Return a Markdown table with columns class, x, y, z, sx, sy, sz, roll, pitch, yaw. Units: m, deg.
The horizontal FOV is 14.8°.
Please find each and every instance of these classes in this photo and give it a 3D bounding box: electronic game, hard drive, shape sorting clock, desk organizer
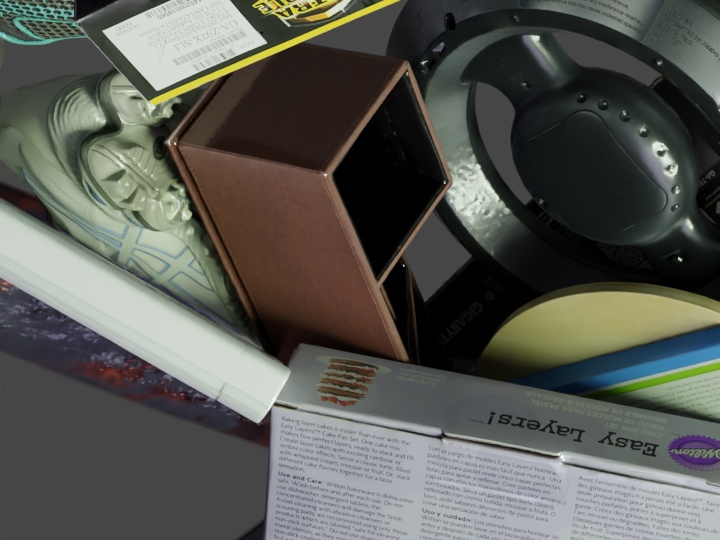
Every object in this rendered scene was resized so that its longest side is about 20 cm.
| class | x | y | z | sx | sy | sz | roll | pitch | yaw |
| --- | --- | --- | --- | --- | --- | --- | --- | --- | --- |
| electronic game | 0.098 | -0.046 | 1.099 | 0.200 | 0.042 | 0.200 | 23 | 140 | 20 |
| hard drive | -0.122 | -0.002 | 1.091 | 0.200 | 0.027 | 0.132 | 31 | 178 | -3 |
| shape sorting clock | 0.138 | 0.081 | 1.145 | 0.200 | 0.039 | 0.200 | 20 | 136 | 21 |
| desk organizer | 0.000 | 0.000 | 1.142 | 0.077 | 0.072 | 0.200 | 13 | 143 | 33 |

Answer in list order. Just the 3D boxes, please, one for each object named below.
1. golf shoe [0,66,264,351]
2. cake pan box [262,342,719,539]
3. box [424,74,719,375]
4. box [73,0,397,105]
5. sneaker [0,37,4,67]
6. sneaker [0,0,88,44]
| class | x | y | z | sx | sy | sz | roll | pitch | yaw |
| --- | --- | --- | --- | --- | --- | --- | --- | --- | --- |
| golf shoe | -0.082 | -0.028 | 1.170 | 0.097 | 0.078 | 0.200 | 7 | 155 | 33 |
| cake pan box | 0.057 | 0.132 | 1.130 | 0.200 | 0.052 | 0.184 | 9 | 125 | 11 |
| box | 0.147 | 0.036 | 1.185 | 0.199 | 0.050 | 0.200 | 46 | 131 | 1 |
| box | -0.011 | -0.166 | 0.861 | 0.160 | 0.200 | 0.049 | -23 | 139 | 22 |
| sneaker | -0.227 | -0.093 | 1.029 | 0.200 | 0.091 | 0.076 | 16 | 137 | -27 |
| sneaker | -0.134 | -0.119 | 1.021 | 0.200 | 0.078 | 0.091 | 12 | 145 | -19 |
